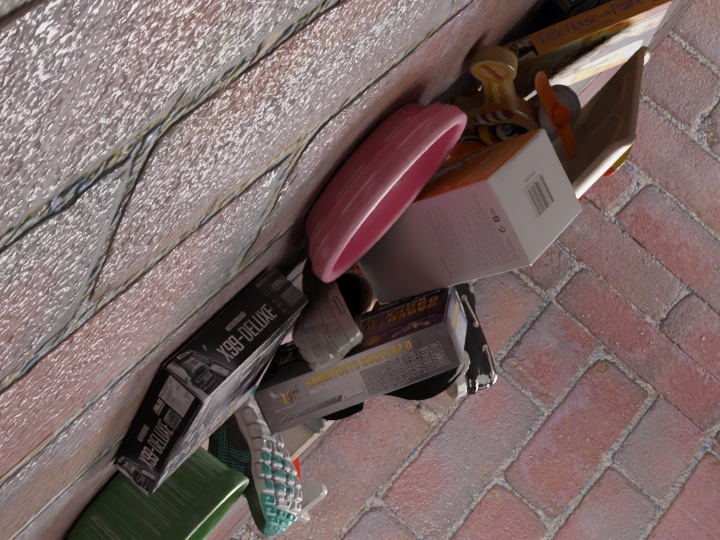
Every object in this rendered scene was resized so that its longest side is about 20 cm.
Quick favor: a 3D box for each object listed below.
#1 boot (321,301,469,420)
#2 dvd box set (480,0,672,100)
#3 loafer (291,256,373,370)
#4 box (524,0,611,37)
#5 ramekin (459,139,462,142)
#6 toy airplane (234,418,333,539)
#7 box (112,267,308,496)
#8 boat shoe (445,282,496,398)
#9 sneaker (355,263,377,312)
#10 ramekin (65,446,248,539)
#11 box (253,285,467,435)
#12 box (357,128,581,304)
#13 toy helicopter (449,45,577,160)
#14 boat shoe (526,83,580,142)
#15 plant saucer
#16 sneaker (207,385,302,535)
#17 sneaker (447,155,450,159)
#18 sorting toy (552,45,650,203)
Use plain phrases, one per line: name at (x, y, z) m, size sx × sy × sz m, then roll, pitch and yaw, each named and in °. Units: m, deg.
boot at (0.033, 0.075, 1.751) m, size 0.188 × 0.069 × 0.200 m, roll -25°, pitch -150°, yaw 18°
dvd box set at (0.229, -0.237, 1.649) m, size 0.199 × 0.029 × 0.146 m, roll -23°, pitch 167°, yaw -9°
loafer at (-0.019, 0.027, 1.476) m, size 0.070 × 0.070 × 0.200 m, roll -25°, pitch -154°, yaw 16°
box at (0.229, -0.269, 1.718) m, size 0.121 × 0.032 × 0.200 m, roll -32°, pitch 165°, yaw -30°
ramekin at (0.148, -0.106, 1.943) m, size 0.202 × 0.094 × 0.202 m, roll -48°, pitch 174°, yaw -7°
toy airplane at (-0.118, 0.218, 1.823) m, size 0.199 × 0.141 × 0.200 m, roll -6°, pitch -132°, yaw 50°
box at (-0.140, 0.105, 1.409) m, size 0.158 × 0.050 × 0.200 m, roll -45°, pitch 172°, yaw -38°
boat shoe at (0.107, 0.045, 1.759) m, size 0.060 × 0.201 × 0.074 m, roll -15°, pitch 176°, yaw -19°
sneaker at (0.000, 0.000, 1.703) m, size 0.200 × 0.077 × 0.112 m, roll -58°, pitch 177°, yaw -41°
ramekin at (-0.217, 0.260, 1.577) m, size 0.200 × 0.098 × 0.200 m, roll -49°, pitch 174°, yaw -7°
box at (0.004, 0.084, 1.502) m, size 0.199 × 0.049 × 0.158 m, roll -21°, pitch -170°, yaw 12°
box at (0.100, -0.053, 1.541) m, size 0.199 × 0.098 × 0.124 m, roll -16°, pitch -162°, yaw 41°
toy helicopter at (0.152, -0.166, 1.542) m, size 0.200 × 0.132 × 0.079 m, roll 66°, pitch 35°, yaw -65°
boat shoe at (0.160, -0.131, 1.686) m, size 0.200 × 0.072 × 0.068 m, roll -32°, pitch 178°, yaw 38°
plant saucer at (0.016, -0.079, 1.392) m, size 0.201 × 0.051 × 0.201 m, roll -48°, pitch 173°, yaw -8°
sneaker at (-0.127, 0.220, 1.697) m, size 0.091 × 0.200 × 0.078 m, roll -38°, pitch 134°, yaw 19°
sneaker at (0.074, -0.062, 1.824) m, size 0.078 × 0.079 × 0.201 m, roll -48°, pitch 149°, yaw -36°
sorting toy at (0.243, -0.127, 1.619) m, size 0.185 × 0.036 × 0.200 m, roll -48°, pitch -168°, yaw 40°
